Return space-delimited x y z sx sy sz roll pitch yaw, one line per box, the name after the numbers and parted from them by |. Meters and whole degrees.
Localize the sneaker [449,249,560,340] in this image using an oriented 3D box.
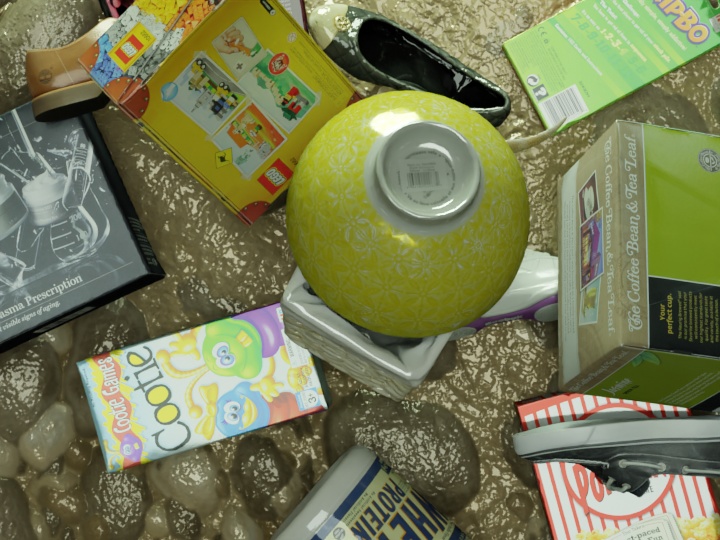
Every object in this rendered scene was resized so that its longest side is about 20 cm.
0.132 0.000 1.473 0.199 0.075 0.100 -10 70 -7 | sneaker

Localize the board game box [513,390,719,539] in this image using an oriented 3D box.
0.236 0.196 1.482 0.151 0.046 0.201 -16 89 1 | board game box

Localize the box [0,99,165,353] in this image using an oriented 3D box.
-0.304 -0.037 1.469 0.199 0.104 0.183 -25 88 1 | box

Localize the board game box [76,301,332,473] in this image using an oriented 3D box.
-0.135 0.100 1.463 0.199 0.103 0.106 -17 89 1 | board game box

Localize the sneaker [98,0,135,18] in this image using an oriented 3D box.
-0.211 -0.259 1.473 0.079 0.095 0.201 -29 89 4 | sneaker

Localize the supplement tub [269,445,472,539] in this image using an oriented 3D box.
0.026 0.268 1.438 0.200 0.145 0.145 41 91 1 | supplement tub

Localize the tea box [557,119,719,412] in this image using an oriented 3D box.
0.278 0.001 1.391 0.195 0.134 0.201 9 68 -14 | tea box

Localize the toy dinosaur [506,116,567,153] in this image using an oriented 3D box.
0.077 -0.100 1.457 0.199 0.058 0.102 8 131 10 | toy dinosaur

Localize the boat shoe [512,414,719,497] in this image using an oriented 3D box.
0.232 0.163 1.428 0.198 0.072 0.068 -2 87 -6 | boat shoe

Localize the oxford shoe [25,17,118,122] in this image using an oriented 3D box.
-0.188 -0.186 1.404 0.199 0.071 0.072 -15 83 -13 | oxford shoe

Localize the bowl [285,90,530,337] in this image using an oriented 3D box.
0.043 -0.059 1.270 0.199 0.108 0.202 2 72 -6 | bowl

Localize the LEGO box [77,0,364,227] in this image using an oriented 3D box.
-0.108 -0.153 1.357 0.149 0.200 0.077 -45 49 0 | LEGO box

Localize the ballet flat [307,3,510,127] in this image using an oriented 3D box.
0.047 -0.188 1.472 0.199 0.057 0.067 25 71 -7 | ballet flat

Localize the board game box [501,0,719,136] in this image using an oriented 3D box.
0.237 -0.210 1.495 0.199 0.030 0.096 -28 90 4 | board game box

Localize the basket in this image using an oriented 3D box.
0.031 -0.006 1.373 0.135 0.123 0.201 30 71 3 | basket

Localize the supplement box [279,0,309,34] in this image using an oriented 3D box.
-0.094 -0.174 1.486 0.108 0.061 0.201 -8 89 1 | supplement box
